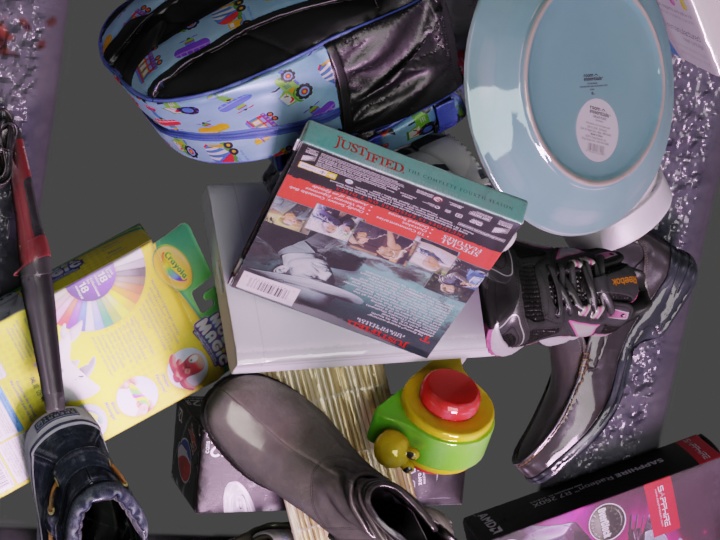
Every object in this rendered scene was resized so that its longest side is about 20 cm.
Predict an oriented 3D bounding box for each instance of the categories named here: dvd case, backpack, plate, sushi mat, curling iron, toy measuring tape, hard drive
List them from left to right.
[{"bbox_3d":[-0.221,-0.006,1.596,0.049,0.026,0.201,-15,94,-37],"label":"curling iron"},{"bbox_3d":[-0.055,-0.134,1.557,0.200,0.183,0.135,-27,127,-13],"label":"backpack"},{"bbox_3d":[-0.014,0.125,1.674,0.095,0.012,0.201,-15,93,-19],"label":"sushi mat"},{"bbox_3d":[0.000,0.000,1.668,0.199,0.026,0.132,-4,67,-18],"label":"hard drive"},{"bbox_3d":[0.007,-0.016,1.547,0.146,0.200,0.022,20,59,-6],"label":"dvd case"},{"bbox_3d":[0.077,0.088,1.690,0.200,0.073,0.074,-36,123,-46],"label":"toy measuring tape"},{"bbox_3d":[0.145,-0.122,1.592,0.200,0.026,0.201,0,90,-43],"label":"plate"}]

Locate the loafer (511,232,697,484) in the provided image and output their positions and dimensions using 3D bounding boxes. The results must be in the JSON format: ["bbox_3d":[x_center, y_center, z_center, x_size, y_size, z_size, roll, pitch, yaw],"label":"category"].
[{"bbox_3d":[0.159,0.057,1.768,0.072,0.073,0.200,32,86,-17],"label":"loafer"}]

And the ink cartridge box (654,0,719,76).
[{"bbox_3d":[0.230,-0.256,1.646,0.125,0.129,0.200,-30,114,-8],"label":"ink cartridge box"}]

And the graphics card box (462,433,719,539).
[{"bbox_3d":[0.184,0.213,1.837,0.199,0.051,0.126,-17,113,-12],"label":"graphics card box"}]

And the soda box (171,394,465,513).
[{"bbox_3d":[-0.027,0.127,1.719,0.199,0.071,0.064,0,107,-20],"label":"soda box"}]

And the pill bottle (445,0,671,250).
[{"bbox_3d":[0.134,-0.113,1.673,0.109,0.109,0.200,-34,115,-6],"label":"pill bottle"}]

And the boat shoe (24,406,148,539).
[{"bbox_3d":[-0.177,0.189,1.649,0.071,0.091,0.201,-22,135,-12],"label":"boat shoe"}]

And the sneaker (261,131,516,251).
[{"bbox_3d":[0.005,-0.041,1.600,0.129,0.199,0.080,-39,140,-7],"label":"sneaker"}]

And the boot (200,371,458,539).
[{"bbox_3d":[-0.007,0.137,1.599,0.200,0.131,0.068,42,76,-13],"label":"boot"}]

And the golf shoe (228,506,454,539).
[{"bbox_3d":[-0.032,0.205,1.702,0.199,0.079,0.097,-18,152,1],"label":"golf shoe"}]

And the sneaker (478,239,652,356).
[{"bbox_3d":[0.138,0.010,1.637,0.086,0.200,0.081,-10,89,22],"label":"sneaker"}]

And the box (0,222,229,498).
[{"bbox_3d":[-0.185,0.054,1.653,0.200,0.048,0.118,-27,115,-6],"label":"box"}]
